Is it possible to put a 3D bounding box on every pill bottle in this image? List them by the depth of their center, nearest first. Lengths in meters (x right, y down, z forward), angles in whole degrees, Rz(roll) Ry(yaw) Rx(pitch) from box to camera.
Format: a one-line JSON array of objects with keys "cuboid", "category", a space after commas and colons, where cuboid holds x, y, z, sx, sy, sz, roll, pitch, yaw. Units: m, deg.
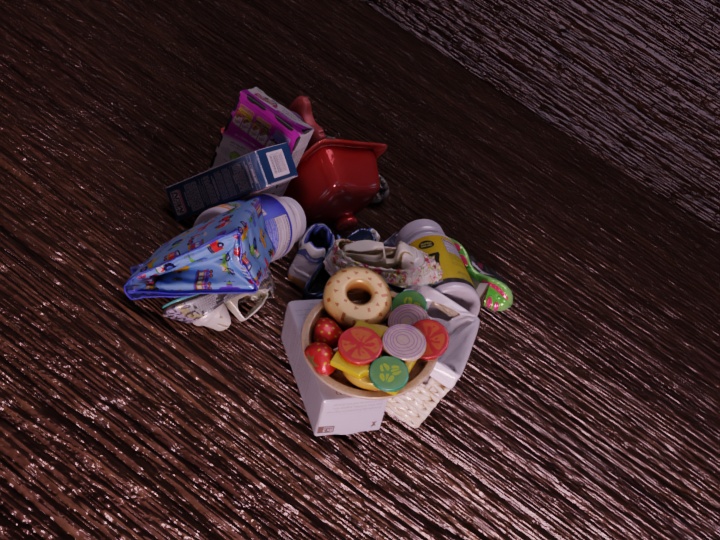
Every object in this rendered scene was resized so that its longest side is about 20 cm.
[{"cuboid": [-0.172, -0.063, 1.319, 0.111, 0.113, 0.199, 37, 28, 14], "category": "pill bottle"}, {"cuboid": [0.128, 0.008, 1.426, 0.112, 0.115, 0.202, 15, 34, -26], "category": "pill bottle"}]

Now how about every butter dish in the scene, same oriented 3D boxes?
[{"cuboid": [-0.047, -0.145, 1.544, 0.198, 0.199, 0.150, -3, 65, -47], "category": "butter dish"}]

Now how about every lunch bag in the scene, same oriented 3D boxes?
[{"cuboid": [-0.234, -0.019, 1.140, 0.196, 0.096, 0.151, -12, 20, 9], "category": "lunch bag"}]

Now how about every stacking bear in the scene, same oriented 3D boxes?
[{"cuboid": [-0.189, -0.273, 1.655, 0.198, 0.113, 0.123, -16, 76, -41], "category": "stacking bear"}]

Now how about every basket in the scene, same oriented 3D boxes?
[{"cuboid": [0.087, 0.126, 1.251, 0.134, 0.125, 0.200, 32, 28, 4], "category": "basket"}]

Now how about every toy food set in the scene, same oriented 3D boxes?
[{"cuboid": [0.017, 0.088, 1.102, 0.195, 0.049, 0.201, 22, 47, 15], "category": "toy food set"}]

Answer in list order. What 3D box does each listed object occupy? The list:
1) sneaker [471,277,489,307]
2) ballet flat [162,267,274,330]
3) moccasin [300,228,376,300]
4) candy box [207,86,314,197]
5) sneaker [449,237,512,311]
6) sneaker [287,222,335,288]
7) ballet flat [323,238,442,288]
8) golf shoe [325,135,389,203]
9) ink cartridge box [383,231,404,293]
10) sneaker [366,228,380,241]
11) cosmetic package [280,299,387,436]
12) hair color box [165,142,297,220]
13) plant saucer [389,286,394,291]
[{"cuboid": [0.171, 0.061, 1.518, 0.089, 0.068, 0.200, 23, 29, 17], "category": "sneaker"}, {"cuboid": [-0.193, 0.047, 1.167, 0.072, 0.073, 0.199, 40, 38, 20], "category": "ballet flat"}, {"cuboid": [-0.027, -0.002, 1.324, 0.079, 0.069, 0.201, 20, 52, 16], "category": "moccasin"}, {"cuboid": [-0.183, -0.197, 1.432, 0.135, 0.202, 0.061, 36, 28, 10], "category": "candy box"}, {"cuboid": [0.229, 0.012, 1.653, 0.200, 0.077, 0.083, 45, 13, 19], "category": "sneaker"}, {"cuboid": [-0.069, -0.045, 1.419, 0.074, 0.089, 0.201, 24, 27, -7], "category": "sneaker"}, {"cuboid": [0.041, -0.015, 1.269, 0.196, 0.065, 0.076, 1, 44, -14], "category": "ballet flat"}, {"cuboid": [-0.018, -0.218, 1.793, 0.200, 0.079, 0.097, 42, 12, 10], "category": "golf shoe"}, {"cuboid": [0.081, -0.019, 1.578, 0.099, 0.040, 0.200, 34, 27, 8], "category": "ink cartridge box"}, {"cuboid": [0.000, 0.000, 1.401, 0.075, 0.077, 0.202, 37, 30, -32], "category": "sneaker"}, {"cuboid": [-0.040, 0.132, 1.152, 0.100, 0.075, 0.201, -2, 38, -23], "category": "cosmetic package"}, {"cuboid": [-0.211, -0.145, 1.331, 0.100, 0.197, 0.062, -31, 103, -59], "category": "hair color box"}, {"cuboid": [0.081, 0.085, 1.430, 0.200, 0.019, 0.069, 43, 30, 24], "category": "plant saucer"}]
